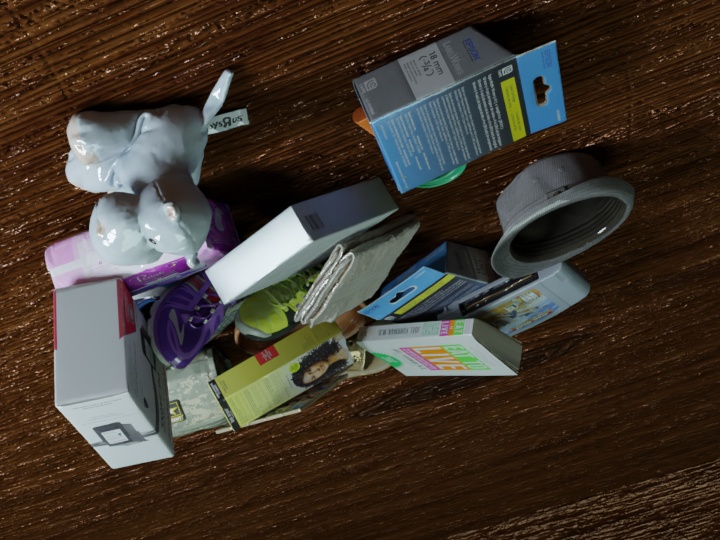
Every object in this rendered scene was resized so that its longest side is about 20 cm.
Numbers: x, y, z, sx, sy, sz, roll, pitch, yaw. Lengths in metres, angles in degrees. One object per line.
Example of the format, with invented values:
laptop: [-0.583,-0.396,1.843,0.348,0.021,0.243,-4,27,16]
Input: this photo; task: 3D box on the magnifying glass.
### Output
magnifying glass: [0.055,-0.143,1.220,0.079,0.023,0.200,-27,153,25]

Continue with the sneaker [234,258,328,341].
sneaker: [-0.084,0.020,1.380,0.200,0.075,0.077,-33,154,-34]

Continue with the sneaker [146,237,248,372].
sneaker: [-0.183,0.030,1.268,0.083,0.201,0.081,-14,129,46]

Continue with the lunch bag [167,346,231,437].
lunch bag: [-0.275,0.183,1.573,0.163,0.118,0.200,-14,165,0]

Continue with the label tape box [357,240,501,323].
label tape box: [0.107,0.022,1.518,0.199,0.066,0.143,14,141,-40]

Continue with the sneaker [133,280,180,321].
sneaker: [-0.298,0.051,1.364,0.199,0.083,0.074,-27,153,29]

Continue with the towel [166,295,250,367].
towel: [-0.219,0.083,1.424,0.192,0.035,0.200,-36,175,37]

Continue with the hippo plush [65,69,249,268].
hippo plush: [-0.198,-0.073,1.073,0.199,0.162,0.160,-13,154,0]

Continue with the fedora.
fedora: [0.243,-0.082,1.346,0.199,0.091,0.177,-30,151,18]

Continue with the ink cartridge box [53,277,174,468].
ink cartridge box: [-0.281,0.123,1.217,0.083,0.146,0.200,-11,150,0]

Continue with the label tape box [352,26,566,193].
label tape box: [0.107,-0.178,1.110,0.199,0.064,0.144,-24,151,3]

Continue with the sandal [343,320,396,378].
sandal: [-0.018,0.130,1.658,0.211,0.078,0.069,-28,157,38]

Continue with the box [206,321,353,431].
box: [-0.112,0.143,1.499,0.199,0.050,0.075,-30,134,-8]

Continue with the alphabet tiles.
alphabet tiles: [-0.098,0.185,1.579,0.167,0.008,0.200,-20,-174,34]

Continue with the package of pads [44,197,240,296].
package of pads: [-0.249,-0.022,1.228,0.199,0.076,0.120,-19,173,13]

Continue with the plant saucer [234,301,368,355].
plant saucer: [-0.088,0.069,1.547,0.199,0.038,0.200,-12,154,-6]

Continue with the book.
book: [0.112,0.109,1.523,0.199,0.048,0.133,-7,151,39]

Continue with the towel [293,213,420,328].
towel: [0.000,0.000,1.331,0.200,0.034,0.133,-28,156,-56]

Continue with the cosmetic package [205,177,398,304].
cosmetic package: [-0.065,-0.037,1.237,0.151,0.052,0.200,-36,174,32]

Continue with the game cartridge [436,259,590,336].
game cartridge: [0.224,0.047,1.517,0.199,0.042,0.133,-29,145,22]
